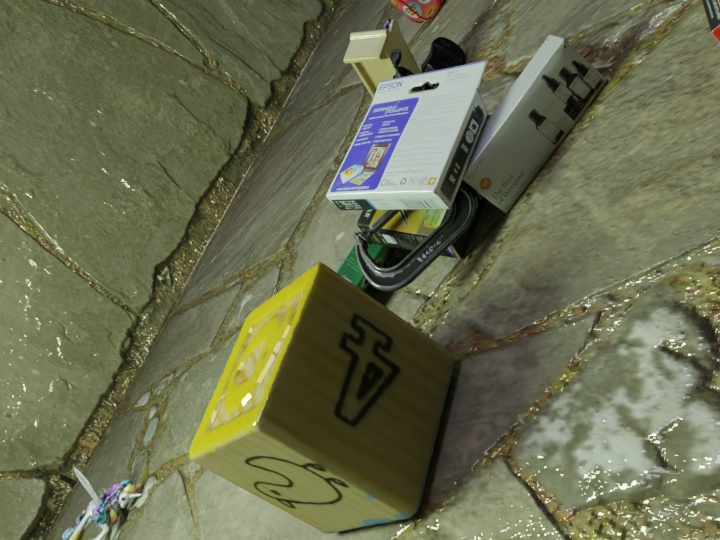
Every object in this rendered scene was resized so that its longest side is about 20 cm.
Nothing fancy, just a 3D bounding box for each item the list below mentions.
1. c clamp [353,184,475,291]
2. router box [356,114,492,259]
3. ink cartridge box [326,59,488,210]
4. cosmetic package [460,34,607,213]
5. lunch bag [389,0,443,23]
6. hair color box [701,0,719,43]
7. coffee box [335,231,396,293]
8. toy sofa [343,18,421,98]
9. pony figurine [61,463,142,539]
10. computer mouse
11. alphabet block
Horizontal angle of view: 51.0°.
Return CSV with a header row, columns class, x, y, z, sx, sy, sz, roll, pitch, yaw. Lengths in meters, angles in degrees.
class,x,y,z,sx,sy,sz,roll,pitch,yaw
c clamp,0.063,-0.071,0.989,0.200,0.027,0.170,-47,52,-4
router box,0.103,-0.124,1.048,0.155,0.052,0.203,10,66,37
ink cartridge box,0.068,-0.172,0.992,0.195,0.043,0.204,3,63,46
cosmetic package,0.207,-0.178,0.934,0.202,0.082,0.051,-54,18,12
lunch bag,0.141,-0.720,1.810,0.202,0.174,0.082,-56,19,1
hair color box,0.394,-0.278,0.644,0.199,0.061,0.103,-41,23,39
coffee box,0.000,0.000,1.161,0.202,0.044,0.123,-57,-11,4
toy sofa,0.053,-0.375,1.439,0.081,0.200,0.100,5,64,31
pony figurine,-0.624,0.572,1.805,0.190,0.167,0.203,15,66,37
computer mouse,0.118,-0.372,1.391,0.046,0.138,0.203,-55,14,46
alphabet block,-0.041,0.149,0.839,0.194,0.198,0.199,-34,29,49
